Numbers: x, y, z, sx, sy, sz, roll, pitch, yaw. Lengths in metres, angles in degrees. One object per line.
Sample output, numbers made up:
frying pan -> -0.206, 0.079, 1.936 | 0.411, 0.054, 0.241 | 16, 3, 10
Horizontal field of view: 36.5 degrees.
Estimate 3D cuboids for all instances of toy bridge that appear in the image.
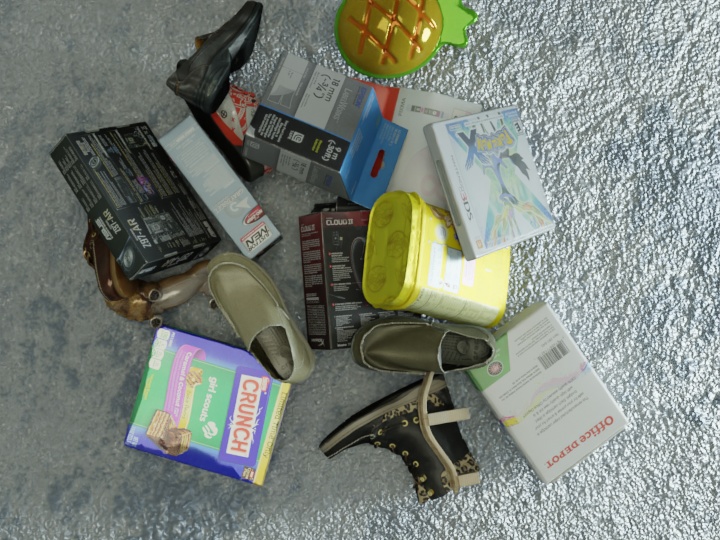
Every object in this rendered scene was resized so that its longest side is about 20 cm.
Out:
toy bridge -> 0.113, 0.198, 1.472 | 0.066, 0.027, 0.204 | -6, 83, -20

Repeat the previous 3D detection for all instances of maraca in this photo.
maraca -> 0.061, -0.340, 1.493 | 0.197, 0.107, 0.139 | -18, 97, -2

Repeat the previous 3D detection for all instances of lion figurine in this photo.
lion figurine -> -0.249, 0.024, 1.491 | 0.197, 0.122, 0.074 | -12, 105, -18

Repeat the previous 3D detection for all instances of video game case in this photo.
video game case -> 0.177, -0.122, 1.474 | 0.199, 0.022, 0.185 | -19, 91, -47

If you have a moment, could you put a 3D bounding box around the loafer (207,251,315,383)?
loafer -> -0.129, 0.063, 1.417 | 0.075, 0.068, 0.201 | -37, 95, 11

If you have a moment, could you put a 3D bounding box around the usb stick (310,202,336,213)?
usb stick -> -0.038, 0.008, 1.523 | 0.054, 0.033, 0.204 | -3, 90, 4

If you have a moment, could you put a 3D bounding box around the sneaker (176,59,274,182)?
sneaker -> -0.163, -0.224, 1.509 | 0.107, 0.067, 0.202 | -30, 75, -24

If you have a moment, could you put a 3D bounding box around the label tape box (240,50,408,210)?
label tape box -> -0.040, -0.185, 1.446 | 0.197, 0.063, 0.146 | 22, 64, -2

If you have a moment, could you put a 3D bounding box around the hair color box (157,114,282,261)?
hair color box -> -0.188, -0.108, 1.484 | 0.060, 0.099, 0.201 | -38, 91, -3

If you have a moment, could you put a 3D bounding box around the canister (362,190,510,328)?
canister -> 0.106, -0.008, 1.449 | 0.198, 0.086, 0.151 | 16, 76, -40

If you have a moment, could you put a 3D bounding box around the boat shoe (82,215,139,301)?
boat shoe -> -0.333, -0.032, 1.452 | 0.069, 0.202, 0.071 | -17, 132, 8

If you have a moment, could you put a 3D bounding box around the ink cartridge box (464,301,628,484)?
ink cartridge box -> 0.249, 0.167, 1.505 | 0.144, 0.084, 0.201 | -35, 90, -2

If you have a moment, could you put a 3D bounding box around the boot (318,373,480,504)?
boot -> 0.057, 0.249, 1.505 | 0.198, 0.073, 0.152 | -27, 90, -11

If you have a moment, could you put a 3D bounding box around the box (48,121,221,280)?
box -> -0.293, -0.096, 1.440 | 0.043, 0.160, 0.201 | -38, 82, 31

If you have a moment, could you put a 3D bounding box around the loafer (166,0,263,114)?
loafer -> -0.190, -0.300, 1.468 | 0.071, 0.073, 0.201 | 22, 52, 4

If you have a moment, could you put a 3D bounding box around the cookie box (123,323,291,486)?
cookie box -> -0.202, 0.182, 1.492 | 0.197, 0.075, 0.174 | 16, 88, -3

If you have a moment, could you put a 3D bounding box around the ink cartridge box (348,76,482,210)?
ink cartridge box -> 0.057, -0.172, 1.521 | 0.197, 0.057, 0.165 | 14, 89, -7

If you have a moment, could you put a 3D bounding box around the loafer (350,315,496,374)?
loafer -> 0.086, 0.097, 1.417 | 0.196, 0.070, 0.077 | -2, 90, -9

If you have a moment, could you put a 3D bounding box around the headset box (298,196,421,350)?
headset box -> 0.000, 0.000, 1.476 | 0.147, 0.075, 0.204 | -5, 90, -29
